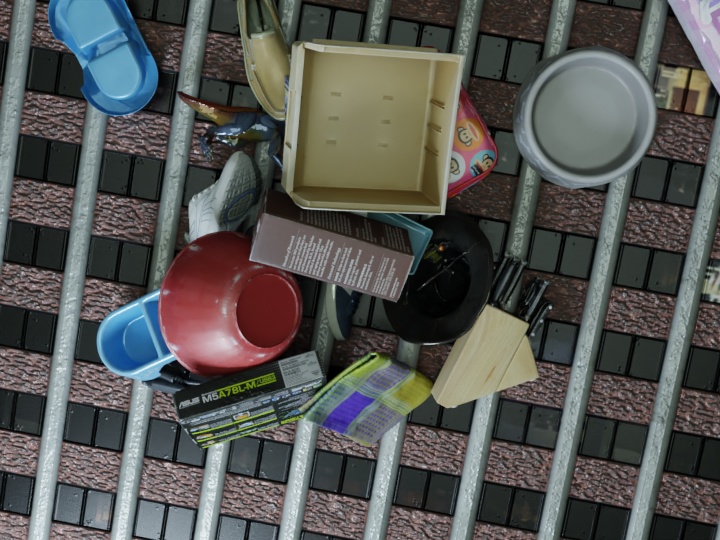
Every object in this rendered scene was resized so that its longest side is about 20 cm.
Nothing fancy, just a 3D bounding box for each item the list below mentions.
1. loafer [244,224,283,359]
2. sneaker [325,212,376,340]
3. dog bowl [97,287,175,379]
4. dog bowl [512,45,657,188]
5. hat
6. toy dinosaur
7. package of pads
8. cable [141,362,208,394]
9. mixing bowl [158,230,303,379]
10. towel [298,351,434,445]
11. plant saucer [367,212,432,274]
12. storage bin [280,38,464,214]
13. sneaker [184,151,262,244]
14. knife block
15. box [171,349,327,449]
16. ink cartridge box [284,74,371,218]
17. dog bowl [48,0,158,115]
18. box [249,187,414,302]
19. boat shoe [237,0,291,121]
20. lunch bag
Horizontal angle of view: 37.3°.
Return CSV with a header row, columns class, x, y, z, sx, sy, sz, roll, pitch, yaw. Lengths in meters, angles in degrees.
class,x,y,z,sx,sy,sz,roll,pitch,yaw
loafer,-0.136,0.035,1.516,0.072,0.063,0.201,8,98,45
sneaker,0.000,0.000,1.487,0.084,0.075,0.201,4,97,8
dog bowl,-0.277,0.081,1.472,0.200,0.050,0.112,-25,82,18
dog bowl,0.308,-0.208,1.449,0.199,0.059,0.201,0,98,4
hat,0.120,0.022,1.462,0.201,0.201,0.081,-50,135,8
toy dinosaur,-0.132,-0.205,1.469,0.181,0.105,0.201,-25,84,-12
package of pads,0.487,-0.342,1.412,0.120,0.076,0.200,-30,94,10
cable,-0.224,0.102,1.514,0.199,0.051,0.164,8,86,24
mixing bowl,-0.149,0.048,1.387,0.200,0.108,0.201,-1,92,-38
towel,0.014,0.178,1.464,0.144,0.200,0.023,-39,58,8
plant saucer,-0.004,-0.066,1.448,0.199,0.019,0.070,26,79,-2
storage bin,0.011,-0.182,1.338,0.198,0.094,0.201,1,108,-15
sneaker,-0.198,-0.085,1.458,0.087,0.074,0.200,44,128,23
knife block,0.174,0.078,1.482,0.199,0.064,0.176,-19,97,-1
box,-0.141,0.178,1.444,0.199,0.193,0.048,-17,73,-5
ink cartridge box,-0.044,-0.157,1.412,0.109,0.050,0.201,-3,110,-12
dog bowl,-0.352,-0.312,1.487,0.111,0.050,0.201,-26,94,6
box,-0.038,-0.033,1.369,0.199,0.100,0.075,18,110,-9
boat shoe,-0.128,-0.299,1.431,0.071,0.076,0.201,-20,78,-3
lunch bag,0.076,-0.188,1.461,0.176,0.082,0.200,-30,92,11
